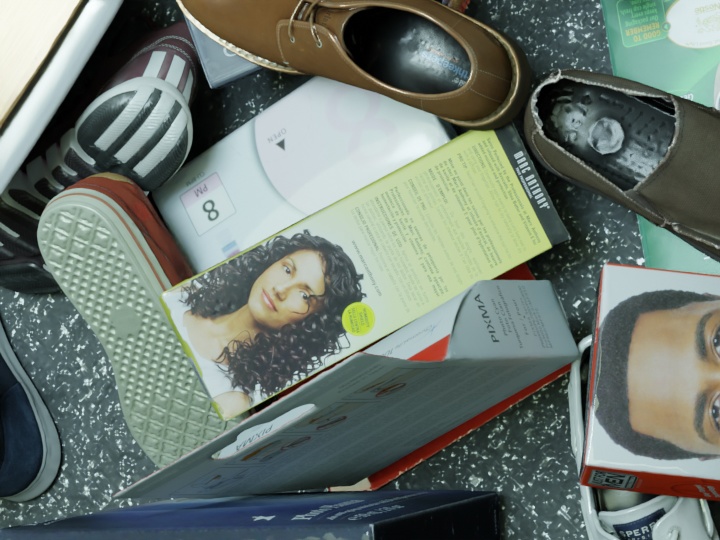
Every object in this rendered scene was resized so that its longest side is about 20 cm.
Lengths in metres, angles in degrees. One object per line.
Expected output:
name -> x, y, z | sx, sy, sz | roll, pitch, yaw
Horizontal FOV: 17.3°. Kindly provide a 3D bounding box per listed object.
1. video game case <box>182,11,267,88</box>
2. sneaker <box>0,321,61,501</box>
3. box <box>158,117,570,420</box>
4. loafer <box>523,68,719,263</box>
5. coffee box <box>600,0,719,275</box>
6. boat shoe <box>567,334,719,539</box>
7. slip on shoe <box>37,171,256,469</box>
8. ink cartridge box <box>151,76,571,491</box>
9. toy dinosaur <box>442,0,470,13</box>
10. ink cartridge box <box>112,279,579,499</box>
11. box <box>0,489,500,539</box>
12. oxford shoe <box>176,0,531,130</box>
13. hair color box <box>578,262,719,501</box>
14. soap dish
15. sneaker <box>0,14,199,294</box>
video game case -> -0.049, -0.214, 1.230 | 0.142, 0.019, 0.201 | -21, 89, 17
sneaker -> -0.257, 0.036, 1.302 | 0.077, 0.146, 0.203 | -42, 71, 13
box -> 0.001, -0.002, 1.197 | 0.199, 0.050, 0.076 | -29, 92, -7
loafer -> 0.162, -0.045, 1.144 | 0.199, 0.071, 0.074 | 19, 92, 21
coffee box -> 0.192, -0.087, 1.199 | 0.122, 0.044, 0.202 | -13, 80, 19
boat shoe -> 0.141, 0.128, 1.185 | 0.073, 0.065, 0.201 | -22, 77, 17
slip on shoe -> -0.103, 0.034, 1.257 | 0.074, 0.061, 0.201 | -17, 114, 26
ink cartridge box -> 0.000, 0.000, 1.261 | 0.162, 0.057, 0.201 | -32, 70, 14
toy dinosaur -> 0.142, -0.224, 1.187 | 0.199, 0.182, 0.105 | -9, 120, 37
ink cartridge box -> -0.009, 0.057, 1.140 | 0.160, 0.199, 0.048 | -31, 71, 29
box -> -0.049, 0.175, 1.176 | 0.197, 0.200, 0.124 | -4, 87, 20
oxford shoe -> -0.014, -0.127, 1.178 | 0.199, 0.071, 0.072 | 20, 95, 23
hair color box -> 0.208, 0.061, 1.134 | 0.198, 0.061, 0.102 | 5, 77, 4
soap dish -> -0.198, -0.122, 1.269 | 0.081, 0.200, 0.158 | 32, 98, -15
sneaker -> -0.143, -0.071, 1.316 | 0.076, 0.116, 0.200 | 37, 134, -20
